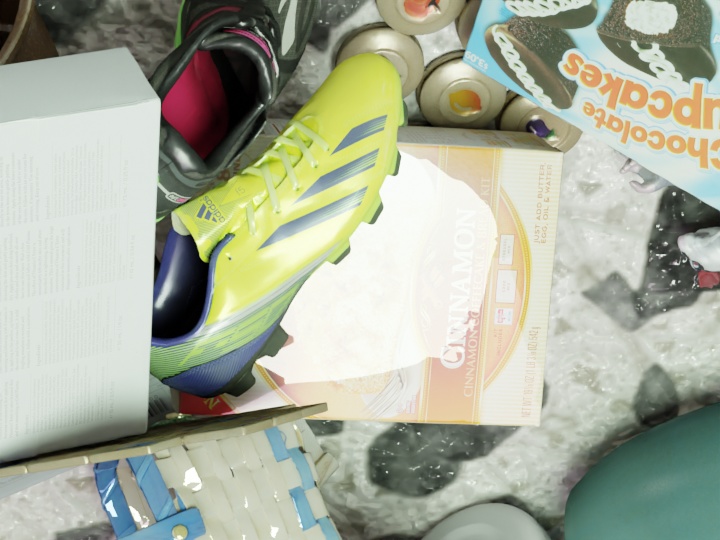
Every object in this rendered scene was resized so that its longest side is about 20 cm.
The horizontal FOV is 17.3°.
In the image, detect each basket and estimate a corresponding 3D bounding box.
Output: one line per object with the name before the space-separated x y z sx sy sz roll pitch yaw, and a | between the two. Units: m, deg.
basket | -0.124 0.164 1.359 0.200 0.139 0.176 -26 175 -21

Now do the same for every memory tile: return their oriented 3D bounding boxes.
memory tile | 0.045 -0.079 1.322 0.153 0.017 0.200 18 122 -22

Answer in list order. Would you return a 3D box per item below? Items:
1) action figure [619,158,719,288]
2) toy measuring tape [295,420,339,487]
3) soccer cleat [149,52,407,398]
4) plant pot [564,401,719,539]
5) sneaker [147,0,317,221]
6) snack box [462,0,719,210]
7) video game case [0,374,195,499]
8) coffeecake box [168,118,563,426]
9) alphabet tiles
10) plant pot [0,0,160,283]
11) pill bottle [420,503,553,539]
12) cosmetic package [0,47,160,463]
action figure | 0.247 -0.035 1.320 0.149 0.200 0.134 -27 92 -25
toy measuring tape | -0.040 0.062 1.378 0.073 0.074 0.200 -21 127 7
soccer cleat | -0.048 -0.028 1.190 0.084 0.065 0.200 32 91 -35
plant pot | 0.218 0.178 1.440 0.161 0.201 0.201 -14 129 18
sneaker | -0.062 -0.099 1.182 0.084 0.200 0.077 -21 122 44
snack box | 0.157 -0.109 1.205 0.200 0.037 0.116 31 135 14
video game case | -0.221 0.056 1.378 0.200 0.023 0.182 -23 128 9
coffeecake box | 0.000 0.000 1.284 0.200 0.073 0.154 2 101 -9
alphabet tiles | -0.125 0.088 1.180 0.200 0.166 0.006 -10 90 22
plant pot | -0.209 -0.029 1.203 0.200 0.200 0.198 -23 128 8
pill bottle | 0.116 0.247 1.522 0.111 0.111 0.200 -31 126 14
cosmetic package | -0.174 0.002 1.089 0.151 0.052 0.200 -12 131 -23
